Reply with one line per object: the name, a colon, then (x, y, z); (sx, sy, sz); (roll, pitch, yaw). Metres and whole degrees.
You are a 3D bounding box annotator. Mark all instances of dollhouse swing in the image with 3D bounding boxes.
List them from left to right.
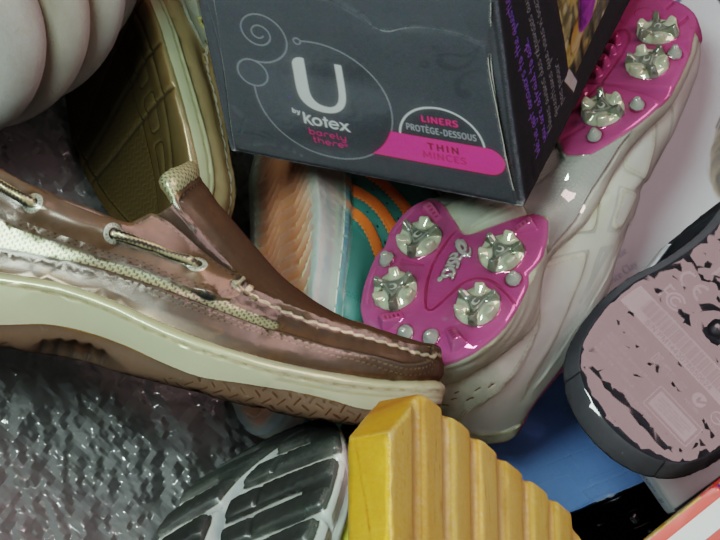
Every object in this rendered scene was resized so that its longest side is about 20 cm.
dollhouse swing: (0.091, 0.147, 0.824); (0.200, 0.181, 0.176); (40, 59, -53)

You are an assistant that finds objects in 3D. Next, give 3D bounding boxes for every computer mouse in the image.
computer mouse: (0.166, 0.033, 1.017); (0.140, 0.046, 0.200); (42, 58, 3)

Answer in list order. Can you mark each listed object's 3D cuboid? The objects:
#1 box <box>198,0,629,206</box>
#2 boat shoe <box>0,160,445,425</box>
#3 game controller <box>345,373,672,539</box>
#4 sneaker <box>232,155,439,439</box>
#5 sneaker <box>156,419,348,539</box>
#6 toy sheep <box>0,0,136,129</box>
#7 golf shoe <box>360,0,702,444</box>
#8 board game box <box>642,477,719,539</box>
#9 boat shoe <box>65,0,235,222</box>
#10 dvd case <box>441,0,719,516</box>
box: (0.036, -0.134, 0.995); (0.122, 0.106, 0.200); (12, 47, 22)
boat shoe: (-0.063, 0.000, 0.899); (0.202, 0.075, 0.075); (14, 0, -11)
game controller: (0.076, 0.072, 1.064); (0.200, 0.042, 0.104); (-14, 65, -53)
sneaker: (0.000, 0.000, 1.032); (0.080, 0.071, 0.200); (27, 36, -18)
sneaker: (-0.019, 0.134, 0.883); (0.090, 0.078, 0.200); (49, 26, -32)
toy sheep: (-0.142, -0.118, 0.958); (0.138, 0.138, 0.200); (40, 46, -8)
golf shoe: (0.071, -0.021, 1.016); (0.075, 0.092, 0.200); (19, 58, 33)
board game box: (0.157, 0.144, 0.930); (0.152, 0.046, 0.200); (51, 4, 7)
boat shoe: (-0.079, -0.091, 1.042); (0.066, 0.074, 0.200); (6, 50, -36)
dvd case: (0.123, -0.024, 1.062); (0.200, 0.142, 0.018); (55, -10, 2)
